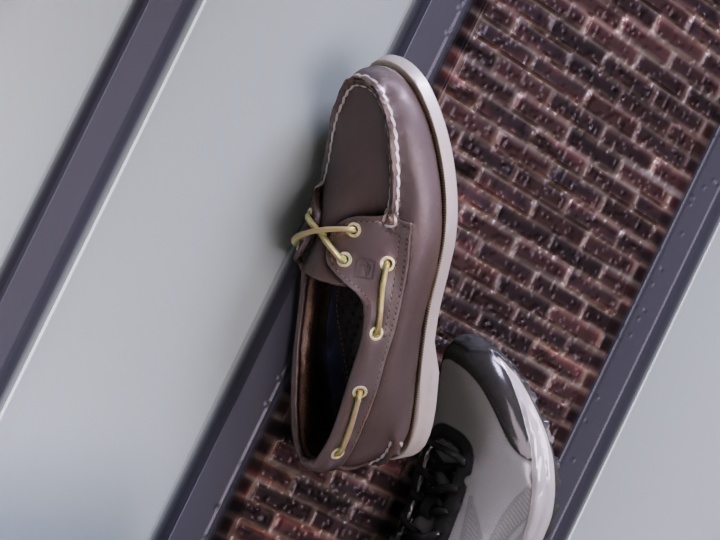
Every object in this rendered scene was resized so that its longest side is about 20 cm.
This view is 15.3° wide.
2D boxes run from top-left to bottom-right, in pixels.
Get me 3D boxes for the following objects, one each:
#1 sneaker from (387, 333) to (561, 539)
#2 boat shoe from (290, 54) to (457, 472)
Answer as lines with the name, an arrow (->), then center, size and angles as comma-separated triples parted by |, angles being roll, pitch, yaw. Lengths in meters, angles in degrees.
sneaker -> 0.048, 0.131, 1.333 | 0.079, 0.074, 0.202 | -5, 107, -30
boat shoe -> 0.000, 0.000, 1.260 | 0.059, 0.072, 0.201 | -13, 117, -36
